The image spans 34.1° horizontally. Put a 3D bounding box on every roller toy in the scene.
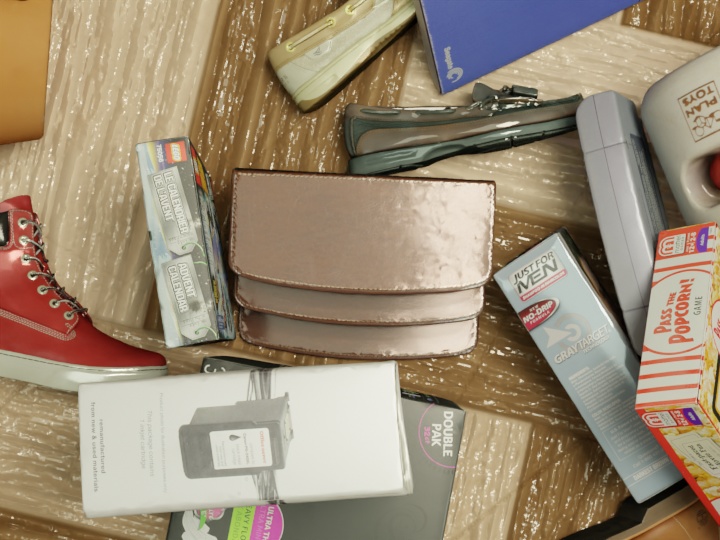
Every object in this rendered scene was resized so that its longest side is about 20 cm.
[{"bbox_3d":[0.310,-0.116,0.875,0.181,0.200,0.141,-23,86,5],"label":"roller toy"}]

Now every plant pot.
[{"bbox_3d":[-0.307,-0.176,0.893,0.138,0.200,0.203,3,87,-16],"label":"plant pot"}]

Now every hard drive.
[{"bbox_3d":[0.140,-0.224,0.914,0.198,0.132,0.026,-25,59,-1],"label":"hard drive"}]

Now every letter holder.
[{"bbox_3d":[0.000,0.000,0.918,0.198,0.101,0.144,3,89,1],"label":"letter holder"}]

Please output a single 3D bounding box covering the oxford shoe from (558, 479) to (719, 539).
[{"bbox_3d":[0.194,0.236,0.920,0.199,0.071,0.072,-27,92,-2],"label":"oxford shoe"}]

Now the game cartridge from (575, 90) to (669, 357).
[{"bbox_3d":[0.211,-0.034,0.900,0.041,0.133,0.202,-15,86,26],"label":"game cartridge"}]

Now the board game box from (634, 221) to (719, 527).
[{"bbox_3d":[0.266,0.088,0.847,0.046,0.200,0.152,-11,45,35],"label":"board game box"}]

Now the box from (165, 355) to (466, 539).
[{"bbox_3d":[-0.031,0.154,0.897,0.198,0.124,0.150,12,87,1],"label":"box"}]

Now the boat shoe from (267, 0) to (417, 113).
[{"bbox_3d":[0.011,-0.214,0.940,0.200,0.074,0.066,-42,93,-2],"label":"boat shoe"}]

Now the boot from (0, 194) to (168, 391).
[{"bbox_3d":[-0.241,0.018,0.935,0.198,0.072,0.146,11,86,5],"label":"boot"}]

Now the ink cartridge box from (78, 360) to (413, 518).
[{"bbox_3d":[-0.067,0.108,0.766,0.198,0.145,0.084,-4,83,1],"label":"ink cartridge box"}]

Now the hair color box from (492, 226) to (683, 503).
[{"bbox_3d":[0.184,0.068,0.907,0.060,0.099,0.201,-33,87,14],"label":"hair color box"}]

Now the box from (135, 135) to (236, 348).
[{"bbox_3d":[-0.125,-0.013,0.868,0.039,0.200,0.139,-10,88,-3],"label":"box"}]

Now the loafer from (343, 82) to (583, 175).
[{"bbox_3d":[0.083,-0.123,0.936,0.198,0.072,0.064,-12,89,2],"label":"loafer"}]
